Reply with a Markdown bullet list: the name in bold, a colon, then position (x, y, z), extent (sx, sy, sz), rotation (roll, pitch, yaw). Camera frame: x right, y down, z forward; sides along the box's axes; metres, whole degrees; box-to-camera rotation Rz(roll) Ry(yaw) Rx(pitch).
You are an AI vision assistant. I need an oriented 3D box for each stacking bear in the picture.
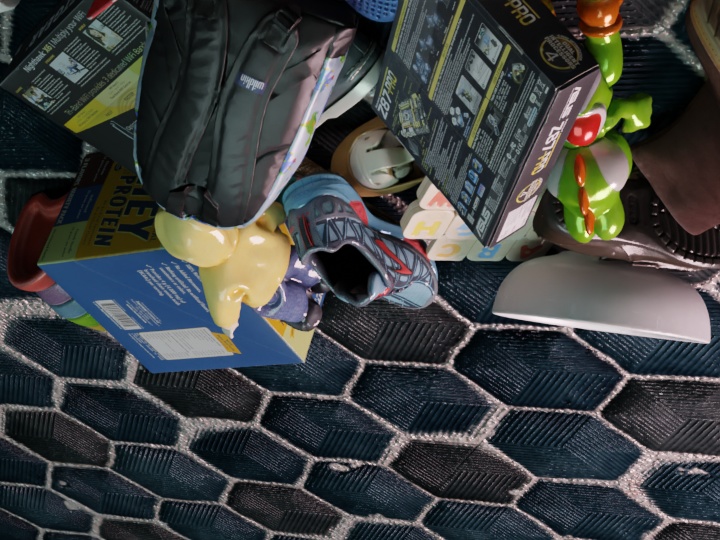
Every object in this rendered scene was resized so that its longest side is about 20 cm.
- **stacking bear**: position (-0.263, 0.012, 1.506), extent (0.120, 0.115, 0.199), rotation (-5, 149, 44)

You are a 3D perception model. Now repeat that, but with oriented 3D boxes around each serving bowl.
- **serving bowl**: position (0.220, 0.021, 1.290), extent (0.197, 0.067, 0.200), rotation (7, 178, 0)

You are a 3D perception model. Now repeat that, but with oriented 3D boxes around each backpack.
- **backpack**: position (-0.100, -0.131, 1.112), extent (0.161, 0.154, 0.203), rotation (18, 106, 1)

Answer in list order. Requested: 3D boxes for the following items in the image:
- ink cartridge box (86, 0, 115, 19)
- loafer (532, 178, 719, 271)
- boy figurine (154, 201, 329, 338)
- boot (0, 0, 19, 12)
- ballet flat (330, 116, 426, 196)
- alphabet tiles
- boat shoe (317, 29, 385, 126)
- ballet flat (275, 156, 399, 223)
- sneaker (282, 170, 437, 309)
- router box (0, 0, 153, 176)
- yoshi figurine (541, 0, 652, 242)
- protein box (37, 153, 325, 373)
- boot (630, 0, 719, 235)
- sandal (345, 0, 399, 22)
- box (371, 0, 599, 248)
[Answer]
- **ink cartridge box**: position (-0.140, -0.273, 0.923), extent (0.067, 0.202, 0.115), rotation (35, 143, -28)
- **loafer**: position (0.232, -0.041, 1.214), extent (0.197, 0.074, 0.071), rotation (12, 164, -21)
- **boy figurine**: position (-0.103, -0.005, 1.241), extent (0.064, 0.126, 0.199), rotation (17, 173, 40)
- **boot**: position (-0.361, -0.275, 1.140), extent (0.089, 0.074, 0.201), rotation (-5, 143, 21)
- **ballet flat**: position (0.045, -0.106, 1.216), extent (0.198, 0.063, 0.070), rotation (-14, 93, 32)
- **alphabet tiles**: position (0.138, -0.055, 1.232), extent (0.197, 0.015, 0.196), rotation (0, 152, -19)
- **boat shoe**: position (-0.057, -0.149, 1.206), extent (0.062, 0.073, 0.199), rotation (43, 137, -18)
- **ballet flat**: position (-0.013, -0.051, 1.333), extent (0.070, 0.066, 0.199), rotation (-40, 124, 19)
- **sneaker**: position (0.000, 0.000, 1.261), extent (0.079, 0.097, 0.199), rotation (-28, 138, 28)
- **router box**: position (-0.200, -0.176, 1.237), extent (0.156, 0.053, 0.199), rotation (34, 144, -25)
- **yoshi figurine**: position (0.168, -0.124, 1.093), extent (0.112, 0.111, 0.202), rotation (22, 133, 46)
- **protein box**: position (-0.163, -0.012, 1.391), extent (0.198, 0.136, 0.199), rotation (-6, 141, 32)
- **boot**: position (0.265, -0.111, 1.100), extent (0.200, 0.073, 0.165), rotation (48, 146, -18)
- **sandal**: position (-0.030, -0.244, 1.027), extent (0.079, 0.088, 0.200), rotation (-12, 140, 35)
- **box**: position (0.084, -0.135, 1.059), extent (0.162, 0.049, 0.201), rotation (50, 153, 20)
